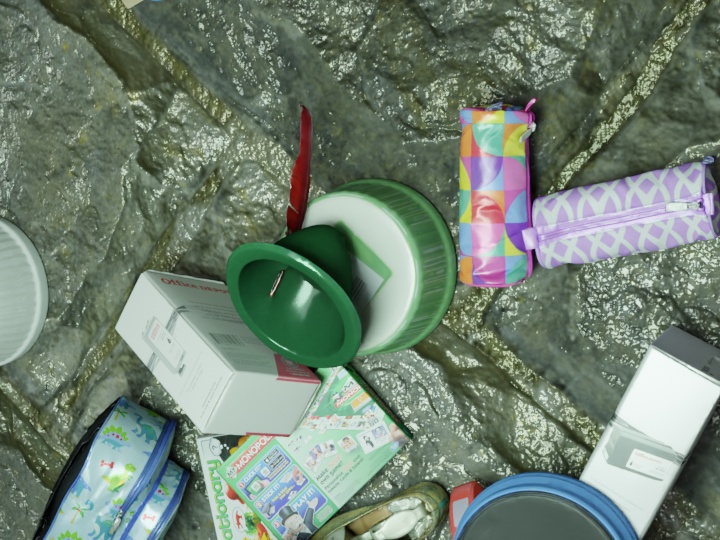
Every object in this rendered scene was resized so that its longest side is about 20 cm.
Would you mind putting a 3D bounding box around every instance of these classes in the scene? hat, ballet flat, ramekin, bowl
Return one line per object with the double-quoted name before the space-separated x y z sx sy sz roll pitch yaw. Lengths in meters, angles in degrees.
"hat" -0.035 -0.025 1.305 0.164 0.177 0.201 22 141 16
"ballet flat" 0.011 0.304 1.388 0.198 0.071 0.071 -30 85 13
"ramekin" 0.000 0.000 1.356 0.197 0.097 0.203 3 97 22
"bowl" 0.179 0.301 1.192 0.198 0.039 0.204 3 98 24
"ramekin" -0.515 0.031 1.574 0.197 0.105 0.203 3 97 22

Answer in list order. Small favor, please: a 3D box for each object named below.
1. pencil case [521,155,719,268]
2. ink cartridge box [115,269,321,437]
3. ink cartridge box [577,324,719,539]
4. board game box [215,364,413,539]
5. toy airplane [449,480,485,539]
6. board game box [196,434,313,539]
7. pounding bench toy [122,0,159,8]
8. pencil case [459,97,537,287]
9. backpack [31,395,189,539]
"pencil case" 0.271 -0.054 1.243 0.198 0.085 0.085 -13 103 25
"ink cartridge box" -0.162 0.094 1.379 0.200 0.146 0.083 42 109 37
"ink cartridge box" 0.294 0.168 1.227 0.084 0.144 0.202 30 106 17
"board game box" -0.054 0.212 1.415 0.200 0.029 0.135 -44 85 10
"toy airplane" 0.155 0.352 1.308 0.198 0.141 0.202 28 119 25
"board game box" -0.119 0.289 1.475 0.125 0.035 0.203 -12 91 23
"pounding bench toy" -0.226 -0.419 1.396 0.123 0.201 0.157 -20 120 26
"pencil case" 0.145 -0.082 1.295 0.087 0.088 0.203 4 99 22
"backpack" -0.290 0.266 1.473 0.146 0.183 0.202 26 103 -6
